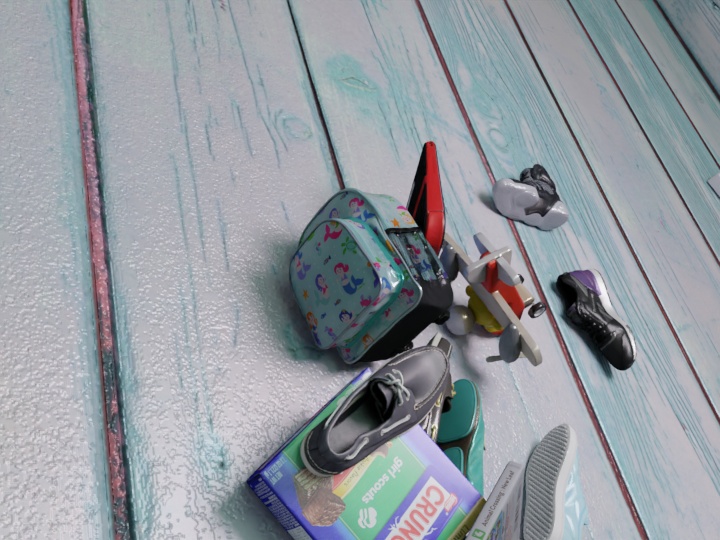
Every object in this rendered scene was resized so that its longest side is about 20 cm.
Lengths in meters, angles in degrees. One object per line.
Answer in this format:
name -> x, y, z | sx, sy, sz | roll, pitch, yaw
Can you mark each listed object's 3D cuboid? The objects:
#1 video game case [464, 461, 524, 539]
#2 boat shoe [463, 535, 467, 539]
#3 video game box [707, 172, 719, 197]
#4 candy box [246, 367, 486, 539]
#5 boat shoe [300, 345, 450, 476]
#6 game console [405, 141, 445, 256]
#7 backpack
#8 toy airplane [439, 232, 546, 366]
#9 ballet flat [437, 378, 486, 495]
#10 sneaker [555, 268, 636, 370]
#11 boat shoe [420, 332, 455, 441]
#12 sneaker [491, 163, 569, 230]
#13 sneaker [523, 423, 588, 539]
video game case -> 0.130, 0.334, 0.776 | 0.022, 0.202, 0.182 | 12, 26, 26
boat shoe -> 0.088, 0.359, 0.789 | 0.201, 0.060, 0.072 | -37, 107, -48
video game box -> 1.128, -0.208, 2.180 | 0.181, 0.047, 0.201 | -17, 70, -45
candy box -> 0.009, 0.238, 0.784 | 0.169, 0.077, 0.200 | -40, 87, -28
boat shoe -> 0.028, 0.137, 0.754 | 0.199, 0.063, 0.073 | -33, 81, -30
game console -> 0.083, -0.053, 1.042 | 0.031, 0.201, 0.178 | 9, 48, -5
backpack -> 0.000, 0.000, 0.938 | 0.149, 0.178, 0.201 | 6, 49, -43
toy airplane -> 0.183, 0.041, 1.087 | 0.200, 0.141, 0.200 | 52, 6, -11
ballet flat -> 0.132, 0.237, 0.951 | 0.071, 0.067, 0.201 | 52, 34, -31
sneaker -> 0.407, 0.091, 1.308 | 0.087, 0.076, 0.202 | -3, 55, -25
boat shoe -> 0.085, 0.167, 0.939 | 0.060, 0.072, 0.202 | 25, 48, 3
sneaker -> 0.314, -0.155, 1.417 | 0.199, 0.075, 0.115 | 19, 46, -36
sneaker -> 0.274, 0.308, 1.006 | 0.082, 0.074, 0.201 | 42, 47, -18
